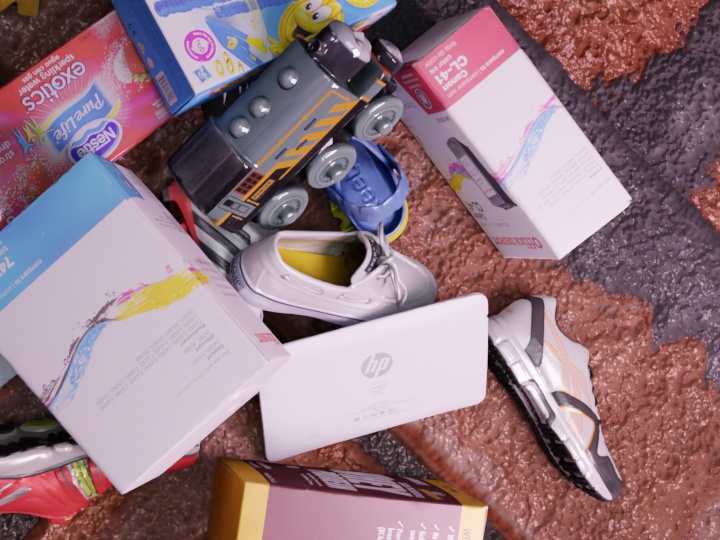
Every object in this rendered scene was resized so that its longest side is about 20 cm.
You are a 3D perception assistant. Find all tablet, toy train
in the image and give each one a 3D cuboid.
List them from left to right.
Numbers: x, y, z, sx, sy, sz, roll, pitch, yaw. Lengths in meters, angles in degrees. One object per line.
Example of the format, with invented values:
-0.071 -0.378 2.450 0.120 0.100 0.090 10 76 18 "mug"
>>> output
-0.055 -0.108 1.223 0.200 0.114 0.085 -43 65 15 "toy train"
0.012 0.090 1.332 0.200 0.014 0.130 -15 133 -14 "tablet"

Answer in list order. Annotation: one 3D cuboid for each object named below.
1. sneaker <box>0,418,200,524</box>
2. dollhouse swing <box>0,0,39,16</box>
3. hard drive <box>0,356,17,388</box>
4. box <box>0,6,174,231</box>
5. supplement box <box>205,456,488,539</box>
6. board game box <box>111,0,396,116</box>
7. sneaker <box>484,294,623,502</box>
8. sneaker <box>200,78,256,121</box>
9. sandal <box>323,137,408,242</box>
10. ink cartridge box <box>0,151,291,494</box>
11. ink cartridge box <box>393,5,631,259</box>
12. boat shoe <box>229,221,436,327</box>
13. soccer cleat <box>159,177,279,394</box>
-0.229 0.162 1.292 0.200 0.077 0.085 -6 113 -13 "sneaker"
-0.348 -0.323 1.253 0.200 0.176 0.182 3 133 -15 "dollhouse swing"
-0.329 0.001 1.269 0.140 0.033 0.200 -39 101 -10 "hard drive"
-0.233 -0.113 1.237 0.200 0.100 0.095 -40 100 -22 "box"
-0.023 0.266 1.304 0.200 0.133 0.197 8 89 -14 "supplement box"
-0.102 -0.249 1.233 0.196 0.056 0.200 -29 92 -28 "board game box"
0.180 0.110 1.382 0.080 0.074 0.200 -34 101 -14 "sneaker"
-0.139 -0.204 1.287 0.091 0.076 0.200 -8 85 -23 "sneaker"
-0.020 -0.108 1.318 0.079 0.087 0.200 -40 99 -8 "sandal"
-0.173 0.039 1.185 0.146 0.147 0.200 -42 86 1 "ink cartridge box"
0.112 -0.110 1.319 0.086 0.148 0.200 -38 99 -10 "ink cartridge box"
-0.002 -0.004 1.292 0.202 0.086 0.075 11 59 -37 "boat shoe"
-0.099 0.002 1.311 0.085 0.069 0.200 -19 92 -9 "soccer cleat"
